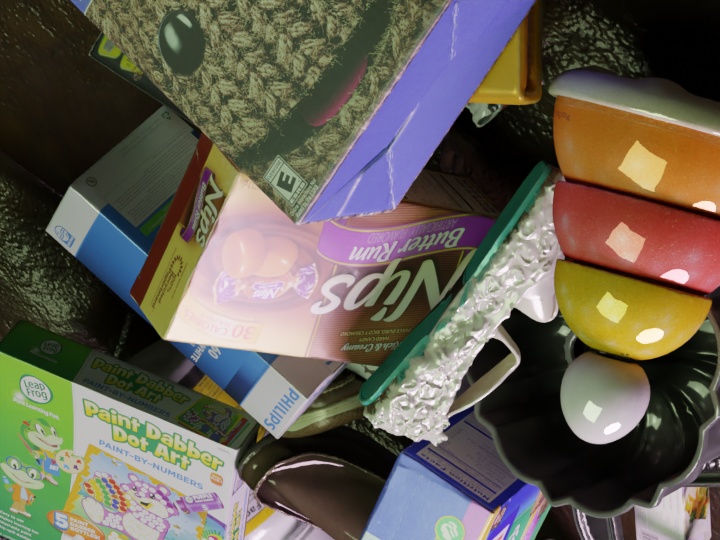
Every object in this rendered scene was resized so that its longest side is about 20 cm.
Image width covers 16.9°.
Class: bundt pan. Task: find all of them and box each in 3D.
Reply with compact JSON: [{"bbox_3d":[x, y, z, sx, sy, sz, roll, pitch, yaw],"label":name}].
[{"bbox_3d":[0.158,0.044,1.454,0.202,0.076,0.202,8,102,45],"label":"bundt pan"}]

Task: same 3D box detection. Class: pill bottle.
[{"bbox_3d":[-0.113,0.155,1.859,0.114,0.114,0.200,-17,114,52],"label":"pill bottle"}]

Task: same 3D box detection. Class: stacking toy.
[{"bbox_3d":[0.151,-0.003,1.326,0.146,0.146,0.200,18,95,31],"label":"stacking toy"}]

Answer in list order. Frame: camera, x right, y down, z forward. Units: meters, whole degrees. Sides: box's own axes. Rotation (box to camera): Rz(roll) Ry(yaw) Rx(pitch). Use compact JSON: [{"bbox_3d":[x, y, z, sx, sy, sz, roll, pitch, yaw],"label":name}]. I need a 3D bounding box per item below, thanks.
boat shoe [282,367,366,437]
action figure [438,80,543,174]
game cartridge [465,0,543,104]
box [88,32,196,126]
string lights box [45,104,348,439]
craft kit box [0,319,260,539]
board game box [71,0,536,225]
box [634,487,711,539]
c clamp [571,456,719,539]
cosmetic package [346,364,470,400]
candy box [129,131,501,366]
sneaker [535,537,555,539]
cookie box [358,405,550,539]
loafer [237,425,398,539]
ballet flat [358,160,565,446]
[{"bbox_3d":[-0.049,0.066,1.692,0.202,0.075,0.075,10,120,71],"label":"boat shoe"},{"bbox_3d":[0.016,-0.141,1.457,0.200,0.149,0.134,12,180,16],"label":"action figure"},{"bbox_3d":[0.009,-0.183,1.348,0.200,0.032,0.176,4,98,30],"label":"game cartridge"},{"bbox_3d":[-0.075,-0.095,1.520,0.110,0.035,0.200,28,-175,-45],"label":"box"},{"bbox_3d":[-0.088,-0.001,1.537,0.200,0.103,0.059,42,141,4],"label":"string lights box"},{"bbox_3d":[-0.177,0.152,1.787,0.200,0.049,0.198,21,130,15],"label":"craft kit box"},{"bbox_3d":[-0.033,-0.150,1.305,0.200,0.097,0.159,44,116,21],"label":"board game box"},{"bbox_3d":[0.200,0.115,1.573,0.041,0.039,0.200,18,139,28],"label":"box"},{"bbox_3d":[0.217,0.172,1.576,0.200,0.027,0.171,-6,127,17],"label":"c clamp"},{"bbox_3d":[0.000,0.000,1.608,0.200,0.081,0.113,27,141,20],"label":"cosmetic package"},{"bbox_3d":[-0.023,-0.009,1.437,0.056,0.200,0.117,51,122,46],"label":"candy box"},{"bbox_3d":[0.185,0.277,1.722,0.121,0.084,0.200,16,146,40],"label":"sneaker"},{"bbox_3d":[0.059,0.178,1.590,0.075,0.200,0.171,31,113,15],"label":"cookie box"},{"bbox_3d":[0.007,0.166,1.720,0.200,0.071,0.073,19,124,-27],"label":"loafer"},{"bbox_3d":[0.077,0.024,1.435,0.072,0.072,0.200,39,112,4],"label":"ballet flat"}]
